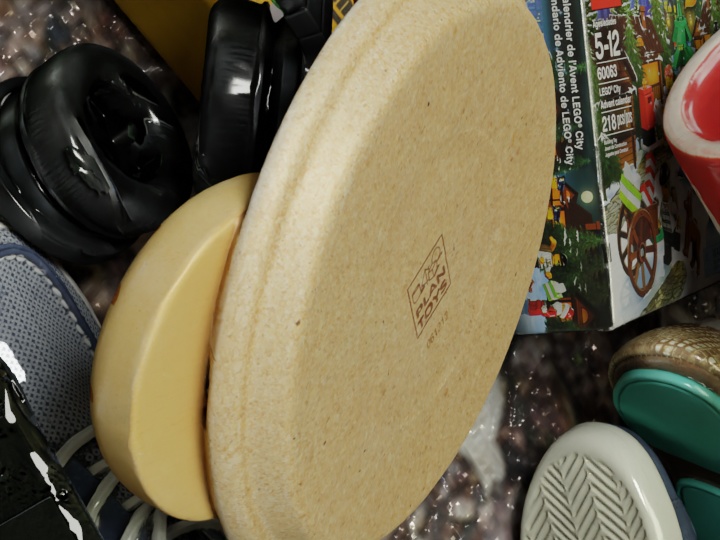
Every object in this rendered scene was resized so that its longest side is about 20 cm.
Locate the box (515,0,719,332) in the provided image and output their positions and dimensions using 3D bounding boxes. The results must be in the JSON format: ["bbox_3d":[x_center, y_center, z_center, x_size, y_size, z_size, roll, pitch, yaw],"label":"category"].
[{"bbox_3d":[0.103,-0.061,0.970,0.200,0.038,0.137,-19,105,-63],"label":"box"}]

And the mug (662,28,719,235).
[{"bbox_3d":[0.193,0.013,0.904,0.200,0.133,0.178,55,33,-25],"label":"mug"}]

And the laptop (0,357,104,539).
[{"bbox_3d":[-0.130,0.156,0.783,0.177,0.103,0.200,-30,85,-6],"label":"laptop"}]

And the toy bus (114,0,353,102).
[{"bbox_3d":[-0.034,-0.101,0.893,0.200,0.065,0.078,50,61,-28],"label":"toy bus"}]

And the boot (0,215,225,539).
[{"bbox_3d":[-0.072,0.074,0.836,0.073,0.090,0.200,-33,110,-36],"label":"boot"}]

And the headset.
[{"bbox_3d":[-0.057,-0.033,0.831,0.200,0.123,0.094,61,22,-43],"label":"headset"}]

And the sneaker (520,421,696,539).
[{"bbox_3d":[0.123,0.135,1.019,0.084,0.075,0.200,-35,119,-37],"label":"sneaker"}]

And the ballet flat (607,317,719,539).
[{"bbox_3d":[0.139,0.055,1.001,0.065,0.070,0.200,-60,155,-18],"label":"ballet flat"}]

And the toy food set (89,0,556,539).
[{"bbox_3d":[0.000,0.000,0.795,0.200,0.049,0.198,-65,156,-16],"label":"toy food set"}]
